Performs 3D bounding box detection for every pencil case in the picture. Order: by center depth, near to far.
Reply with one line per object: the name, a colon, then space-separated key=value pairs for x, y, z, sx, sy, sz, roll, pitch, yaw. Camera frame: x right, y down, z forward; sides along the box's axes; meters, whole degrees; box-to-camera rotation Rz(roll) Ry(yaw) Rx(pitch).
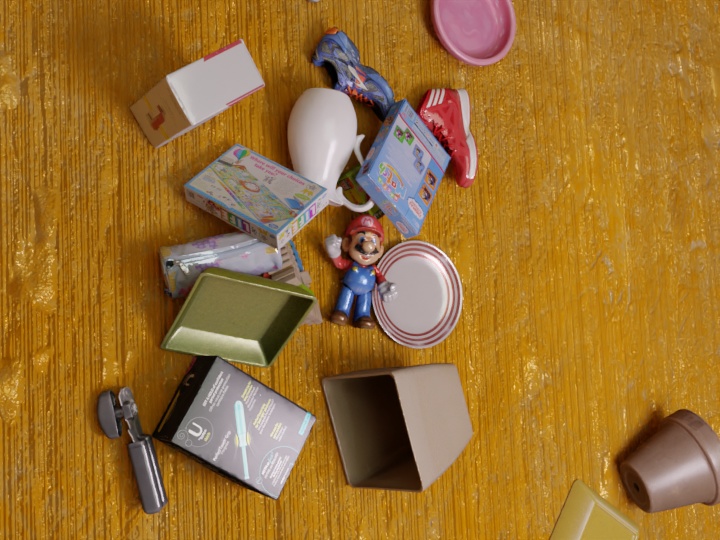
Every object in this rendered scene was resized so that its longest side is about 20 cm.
pencil case: x=-0.226 y=-0.020 z=1.460 sx=0.198 sy=0.091 sz=0.084 roll=-14 pitch=63 yaw=-13

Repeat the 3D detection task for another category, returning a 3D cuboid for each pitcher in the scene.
pitcher: x=-0.047 y=-0.206 z=1.576 sx=0.169 sy=0.121 sz=0.202 roll=7 pitch=85 yaw=-2

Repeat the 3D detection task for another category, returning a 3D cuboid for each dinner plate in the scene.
dinner plate: x=0.104 y=0.045 z=1.695 sx=0.198 sy=0.024 sz=0.203 roll=4 pitch=82 yaw=-29

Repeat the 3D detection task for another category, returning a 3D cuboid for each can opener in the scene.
can opener: x=-0.359 y=0.282 z=1.413 sx=0.066 sy=0.053 sz=0.202 roll=-14 pitch=92 yaw=4

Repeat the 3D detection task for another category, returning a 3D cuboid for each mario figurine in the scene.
mario figurine: x=0.000 y=0.000 z=1.594 sx=0.123 sy=0.105 sz=0.202 roll=13 pitch=83 yaw=-51

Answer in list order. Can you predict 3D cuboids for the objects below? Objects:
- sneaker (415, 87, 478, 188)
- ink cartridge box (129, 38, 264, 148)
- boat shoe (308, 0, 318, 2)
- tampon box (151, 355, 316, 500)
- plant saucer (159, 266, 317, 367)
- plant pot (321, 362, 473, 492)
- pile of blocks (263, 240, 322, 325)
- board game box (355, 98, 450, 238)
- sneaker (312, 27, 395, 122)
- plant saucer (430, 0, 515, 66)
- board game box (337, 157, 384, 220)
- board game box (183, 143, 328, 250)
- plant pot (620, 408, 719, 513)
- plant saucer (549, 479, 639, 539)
sneaker: x=0.156 y=-0.255 z=1.739 sx=0.114 sy=0.078 sz=0.202 roll=0 pitch=72 yaw=-20
ink cartridge box: x=-0.262 y=-0.277 z=1.434 sx=0.145 sy=0.199 sz=0.084 roll=-36 pitch=104 yaw=-26
boat shoe: x=-0.036 y=-0.576 z=1.664 sx=0.075 sy=0.065 sz=0.202 roll=47 pitch=65 yaw=-16
tampon box: x=-0.202 y=0.249 z=1.448 sx=0.199 sy=0.126 sz=0.151 roll=35 pitch=70 yaw=-20
plant saucer: x=-0.199 y=0.068 z=1.457 sx=0.198 sy=0.200 sz=0.048 roll=13 pitch=45 yaw=-26
plant pot: x=0.079 y=0.253 z=1.573 sx=0.176 sy=0.199 sz=0.202 roll=-17 pitch=93 yaw=-40
pile of blocks: x=-0.132 y=0.008 z=1.561 sx=0.062 sy=0.082 sz=0.202 roll=-23 pitch=85 yaw=15
board game box: x=0.080 y=-0.182 z=1.601 sx=0.151 sy=0.036 sz=0.201 roll=48 pitch=48 yaw=-28
sneaker: x=-0.014 y=-0.344 z=1.656 sx=0.078 sy=0.075 sz=0.200 roll=-45 pitch=97 yaw=-15
plant saucer: x=0.218 y=-0.503 z=1.803 sx=0.199 sy=0.051 sz=0.203 roll=4 pitch=83 yaw=-29
board game box: x=0.060 y=-0.182 z=1.682 sx=0.200 sy=0.047 sz=0.102 roll=-38 pitch=103 yaw=-26
board game box: x=-0.170 y=-0.124 z=1.476 sx=0.199 sy=0.034 sz=0.134 roll=28 pitch=53 yaw=24
plant pot: x=0.640 y=0.412 z=1.866 sx=0.173 sy=0.200 sz=0.202 roll=-21 pitch=95 yaw=-12
plant saucer: x=0.478 y=0.560 z=1.826 sx=0.199 sy=0.048 sz=0.201 roll=38 pitch=68 yaw=-20
